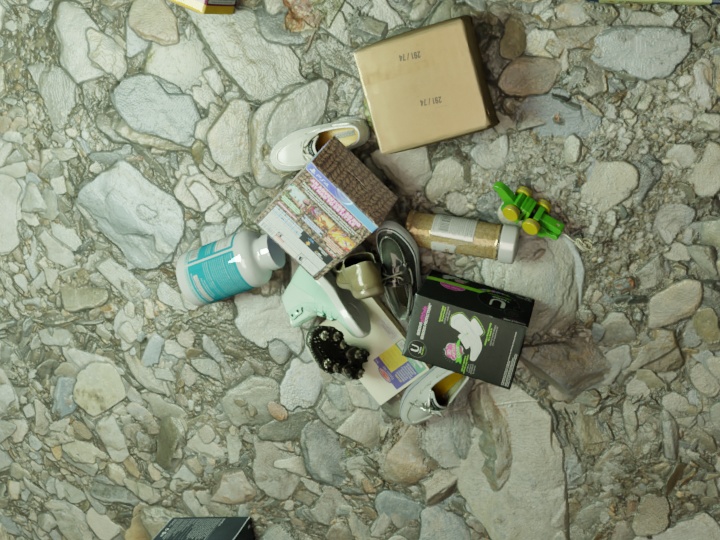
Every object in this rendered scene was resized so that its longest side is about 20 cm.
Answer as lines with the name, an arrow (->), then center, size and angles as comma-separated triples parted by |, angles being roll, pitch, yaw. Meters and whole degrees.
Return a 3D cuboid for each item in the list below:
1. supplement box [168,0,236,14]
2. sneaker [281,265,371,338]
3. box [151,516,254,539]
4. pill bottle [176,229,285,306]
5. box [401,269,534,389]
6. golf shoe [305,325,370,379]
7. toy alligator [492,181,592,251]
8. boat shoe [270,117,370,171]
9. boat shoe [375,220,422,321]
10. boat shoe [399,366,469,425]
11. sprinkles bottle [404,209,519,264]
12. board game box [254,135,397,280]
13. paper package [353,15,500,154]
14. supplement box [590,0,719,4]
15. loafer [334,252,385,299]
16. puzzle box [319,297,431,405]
supplement box -> -0.261, -0.555, 1.450 | 0.102, 0.131, 0.202 | 24, 110, 9
sneaker -> -0.068, 0.082, 1.581 | 0.201, 0.073, 0.119 | 48, 111, 28
box -> -0.331, 0.626, 1.821 | 0.198, 0.107, 0.150 | -7, 103, 17
pill bottle -> -0.245, -0.009, 1.611 | 0.198, 0.111, 0.112 | -18, 100, 21
box -> 0.192, 0.100, 1.490 | 0.198, 0.149, 0.126 | 17, 111, 11
golf shoe -> -0.062, 0.150, 1.539 | 0.087, 0.200, 0.078 | 13, 74, 30
toy alligator -> 0.308, -0.083, 1.458 | 0.199, 0.059, 0.054 | 35, 154, 4
boat shoe -> -0.081, -0.225, 1.522 | 0.198, 0.070, 0.072 | -12, 102, 19
boat shoe -> 0.070, 0.006, 1.503 | 0.071, 0.071, 0.201 | -1, 130, 27
boat shoe -> 0.140, 0.240, 1.567 | 0.074, 0.086, 0.202 | 33, 120, -15
sprinkles bottle -> 0.179, -0.061, 1.492 | 0.198, 0.068, 0.069 | 10, 108, 14
board game box -> -0.063, -0.107, 1.491 | 0.159, 0.097, 0.200 | 43, 133, -9
paper package -> 0.113, -0.311, 1.423 | 0.198, 0.103, 0.193 | -13, 100, 20
supplement box -> 0.445, -0.502, 1.251 | 0.197, 0.134, 0.202 | 7, 107, 15
loafer -> 0.000, 0.000, 1.504 | 0.075, 0.200, 0.068 | -10, 102, -15
puzzle box -> 0.026, 0.146, 1.620 | 0.133, 0.025, 0.201 | -38, 92, 22
